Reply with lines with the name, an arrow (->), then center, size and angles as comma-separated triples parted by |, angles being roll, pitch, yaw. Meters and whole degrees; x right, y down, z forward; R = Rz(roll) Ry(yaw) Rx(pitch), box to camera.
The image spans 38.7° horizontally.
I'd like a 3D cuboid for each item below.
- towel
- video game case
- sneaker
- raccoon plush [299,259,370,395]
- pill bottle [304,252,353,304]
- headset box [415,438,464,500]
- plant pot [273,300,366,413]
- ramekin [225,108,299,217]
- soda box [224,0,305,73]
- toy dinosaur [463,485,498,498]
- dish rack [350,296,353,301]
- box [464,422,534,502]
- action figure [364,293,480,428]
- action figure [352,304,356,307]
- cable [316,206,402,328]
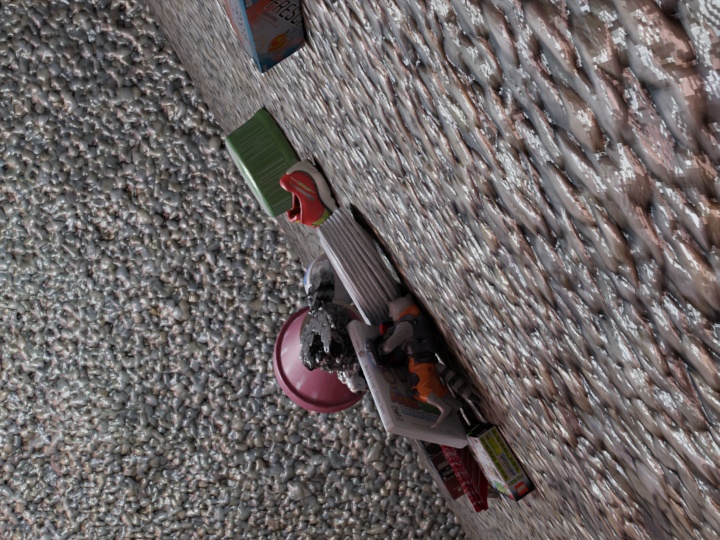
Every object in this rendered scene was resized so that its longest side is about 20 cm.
towel -> 0.169, 0.287, 1.719 | 0.202, 0.022, 0.145 | 61, -160, -23
video game case -> 0.073, 0.174, 1.555 | 0.199, 0.024, 0.184 | 22, -142, -48
sneaker -> -0.083, -0.102, 1.755 | 0.077, 0.084, 0.202 | 52, 171, 49
raccoon plush -> -0.012, 0.091, 1.598 | 0.132, 0.204, 0.096 | 19, 160, -34
pill bottle -> -0.057, 0.021, 2.061 | 0.113, 0.111, 0.200 | 58, 175, -2
headset box -> 0.162, 0.353, 2.080 | 0.202, 0.076, 0.149 | 62, 176, -25
plant pot -> -0.057, 0.142, 1.865 | 0.202, 0.198, 0.179 | 56, 162, 13
ramekin -> -0.179, -0.202, 1.988 | 0.202, 0.097, 0.200 | 57, 174, 9
soda box -> -0.104, -0.284, 1.076 | 0.069, 0.063, 0.200 | 57, 175, 9
toy dinosaur -> 0.202, 0.376, 1.956 | 0.202, 0.060, 0.106 | 61, 175, -19
dish rack -> 0.026, 0.056, 1.821 | 0.154, 0.054, 0.201 | 52, 170, 36
box -> 0.207, 0.292, 1.586 | 0.111, 0.034, 0.200 | 58, 174, 4
action figure -> 0.100, 0.125, 1.522 | 0.196, 0.104, 0.199 | 64, -155, 9
action figure -> -0.011, 0.154, 2.156 | 0.200, 0.104, 0.195 | 43, -139, -23
cable -> 0.000, 0.000, 1.617 | 0.202, 0.069, 0.200 | 58, 178, 10
